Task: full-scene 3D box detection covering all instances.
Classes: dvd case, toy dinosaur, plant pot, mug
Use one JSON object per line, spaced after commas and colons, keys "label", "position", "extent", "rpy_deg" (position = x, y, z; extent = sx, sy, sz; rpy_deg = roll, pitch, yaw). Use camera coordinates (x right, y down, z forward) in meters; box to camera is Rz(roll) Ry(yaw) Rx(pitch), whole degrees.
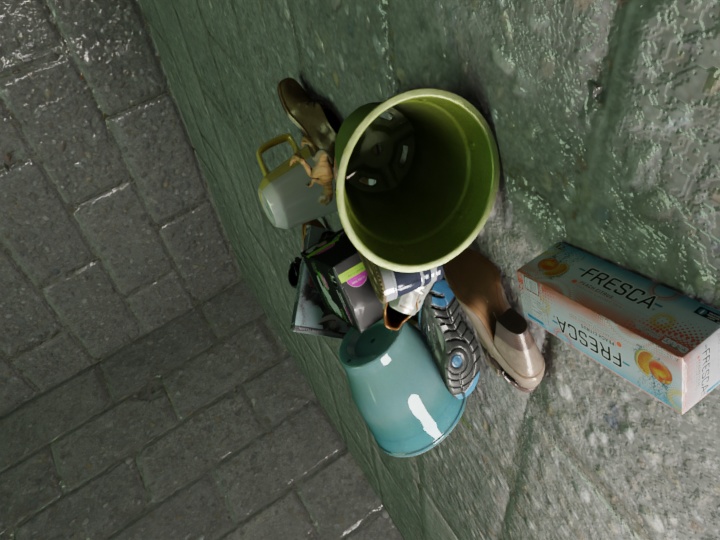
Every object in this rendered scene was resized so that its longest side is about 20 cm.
{"label": "dvd case", "position": [-0.060, 0.027, 1.168], "extent": [0.022, 0.142, 0.208], "rpy_deg": [4, 83, 56]}
{"label": "toy dinosaur", "position": [-0.068, -0.184, 1.004], "extent": [0.105, 0.061, 0.201], "rpy_deg": [39, 165, 11]}
{"label": "plant pot", "position": [0.043, -0.130, 0.731], "extent": [0.191, 0.195, 0.205], "rpy_deg": [-126, 14, -63]}
{"label": "mug", "position": [-0.141, -0.175, 1.242], "extent": [0.187, 0.150, 0.152], "rpy_deg": [47, 159, 42]}
{"label": "plant pot", "position": [0.060, 0.181, 1.028], "extent": [0.190, 0.199, 0.199], "rpy_deg": [54, 168, -27]}

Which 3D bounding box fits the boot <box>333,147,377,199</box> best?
{"label": "boot", "position": [-0.019, -0.170, 1.027], "extent": [0.156, 0.071, 0.207], "rpy_deg": [-110, 20, -65]}

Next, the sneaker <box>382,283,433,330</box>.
{"label": "sneaker", "position": [0.085, 0.014, 0.873], "extent": [0.086, 0.070, 0.203], "rpy_deg": [-79, 10, -47]}

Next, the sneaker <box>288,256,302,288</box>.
{"label": "sneaker", "position": [-0.089, -0.020, 1.284], "extent": [0.201, 0.097, 0.072], "rpy_deg": [-49, 56, 35]}

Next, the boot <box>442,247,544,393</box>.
{"label": "boot", "position": [0.178, 0.074, 0.810], "extent": [0.202, 0.069, 0.148], "rpy_deg": [58, 173, 40]}

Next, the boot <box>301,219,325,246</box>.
{"label": "boot", "position": [-0.067, -0.041, 1.372], "extent": [0.154, 0.075, 0.207], "rpy_deg": [-18, 89, 67]}

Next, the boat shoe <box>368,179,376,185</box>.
{"label": "boat shoe", "position": [0.067, -0.063, 0.919], "extent": [0.085, 0.072, 0.209], "rpy_deg": [25, 127, 58]}

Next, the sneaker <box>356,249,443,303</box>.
{"label": "sneaker", "position": [0.049, -0.047, 0.813], "extent": [0.071, 0.105, 0.203], "rpy_deg": [82, 170, -47]}

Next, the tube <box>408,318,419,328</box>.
{"label": "tube", "position": [0.072, 0.107, 1.210], "extent": [0.199, 0.050, 0.060], "rpy_deg": [-155, 54, -67]}

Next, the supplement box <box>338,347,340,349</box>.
{"label": "supplement box", "position": [0.060, 0.208, 1.220], "extent": [0.202, 0.101, 0.103], "rpy_deg": [52, 170, -28]}

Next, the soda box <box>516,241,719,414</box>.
{"label": "soda box", "position": [0.239, 0.044, 0.557], "extent": [0.199, 0.067, 0.065], "rpy_deg": [39, 153, 55]}

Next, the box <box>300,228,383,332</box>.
{"label": "box", "position": [0.000, 0.000, 1.061], "extent": [0.128, 0.146, 0.199], "rpy_deg": [65, 164, -18]}

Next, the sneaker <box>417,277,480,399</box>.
{"label": "sneaker", "position": [0.140, 0.108, 0.964], "extent": [0.081, 0.071, 0.207], "rpy_deg": [5, 111, 66]}

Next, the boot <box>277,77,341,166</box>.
{"label": "boot", "position": [-0.085, -0.291, 1.079], "extent": [0.203, 0.072, 0.076], "rpy_deg": [58, 138, 18]}
